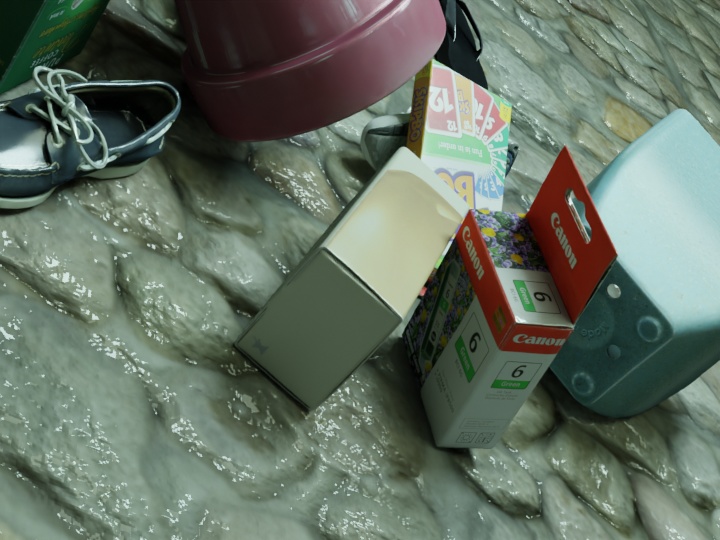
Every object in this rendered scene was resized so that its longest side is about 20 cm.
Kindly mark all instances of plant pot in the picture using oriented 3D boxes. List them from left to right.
[{"bbox_3d":[-0.059,-0.221,0.959,0.200,0.200,0.179,-81,151,-56],"label":"plant pot"},{"bbox_3d":[0.233,0.013,1.121,0.196,0.196,0.200,51,39,11],"label":"plant pot"}]

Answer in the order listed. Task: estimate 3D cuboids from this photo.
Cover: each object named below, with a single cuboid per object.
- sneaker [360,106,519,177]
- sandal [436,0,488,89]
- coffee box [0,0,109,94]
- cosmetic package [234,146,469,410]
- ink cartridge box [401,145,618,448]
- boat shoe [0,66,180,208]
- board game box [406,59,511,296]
[{"bbox_3d":[0.058,-0.112,1.186,0.087,0.075,0.200,41,21,30],"label":"sneaker"},{"bbox_3d":[0.110,-0.259,1.451,0.076,0.043,0.200,24,35,-34],"label":"sandal"},{"bbox_3d":[-0.182,-0.211,0.848,0.044,0.200,0.123,37,30,-1],"label":"coffee box"},{"bbox_3d":[0.000,0.000,0.911,0.071,0.105,0.200,41,30,-4],"label":"cosmetic package"},{"bbox_3d":[0.096,0.020,0.905,0.050,0.200,0.109,5,45,-23],"label":"ink cartridge box"},{"bbox_3d":[-0.185,-0.086,0.824,0.075,0.062,0.200,54,30,13],"label":"boat shoe"},{"bbox_3d":[0.077,-0.067,1.091,0.095,0.030,0.200,23,65,-33],"label":"board game box"}]
